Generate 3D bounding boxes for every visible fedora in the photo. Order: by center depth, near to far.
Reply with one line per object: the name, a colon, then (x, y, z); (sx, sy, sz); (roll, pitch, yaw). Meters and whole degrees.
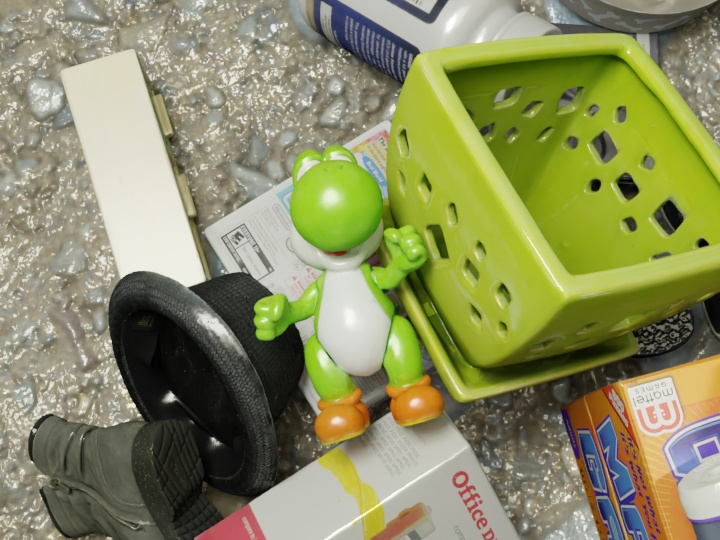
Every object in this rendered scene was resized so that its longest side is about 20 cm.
fedora: (-0.100, 0.070, 0.812); (0.092, 0.201, 0.201); (-36, 79, -33)

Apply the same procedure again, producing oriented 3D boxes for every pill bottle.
pill bottle: (0.056, -0.199, 0.869); (0.200, 0.111, 0.111); (36, 80, 23)

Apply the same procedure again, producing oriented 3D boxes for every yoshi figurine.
yoshi figurine: (-0.009, 0.010, 0.733); (0.112, 0.112, 0.200); (-10, 85, -41)

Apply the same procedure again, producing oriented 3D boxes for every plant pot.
plant pot: (0.125, -0.028, 0.764); (0.199, 0.182, 0.200); (-11, 60, -31)

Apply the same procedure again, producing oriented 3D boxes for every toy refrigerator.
toy refrigerator: (-0.174, -0.068, 0.882); (0.070, 0.076, 0.200); (-19, 78, -4)

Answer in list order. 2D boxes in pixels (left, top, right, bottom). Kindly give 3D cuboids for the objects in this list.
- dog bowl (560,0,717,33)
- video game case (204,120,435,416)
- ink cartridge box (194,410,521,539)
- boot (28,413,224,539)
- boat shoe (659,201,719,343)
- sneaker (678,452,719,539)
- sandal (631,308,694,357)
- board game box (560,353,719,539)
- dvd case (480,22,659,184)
dog bowl: (0.238, -0.293, 0.934); (0.200, 0.059, 0.200); (1, 73, -2)
video game case: (0.000, 0.000, 0.879); (0.182, 0.024, 0.200); (-32, 69, -7)
ink cartridge box: (0.007, 0.205, 0.786); (0.200, 0.083, 0.145); (-33, 120, -7)
boot: (-0.171, 0.196, 0.831); (0.130, 0.068, 0.200); (-4, 108, 29)
boat shoe: (0.285, -0.035, 0.867); (0.074, 0.062, 0.200); (-6, 58, -2)
sneaker: (0.295, 0.150, 0.638); (0.200, 0.081, 0.147); (-25, 88, -9)
sandal: (0.164, 0.030, 0.883); (0.200, 0.048, 0.075); (5, 76, 14)
board game box: (0.281, 0.158, 0.773); (0.200, 0.200, 0.200); (-15, 78, -4)
dvd case: (0.151, -0.145, 0.916); (0.200, 0.016, 0.149); (5, 66, 0)
